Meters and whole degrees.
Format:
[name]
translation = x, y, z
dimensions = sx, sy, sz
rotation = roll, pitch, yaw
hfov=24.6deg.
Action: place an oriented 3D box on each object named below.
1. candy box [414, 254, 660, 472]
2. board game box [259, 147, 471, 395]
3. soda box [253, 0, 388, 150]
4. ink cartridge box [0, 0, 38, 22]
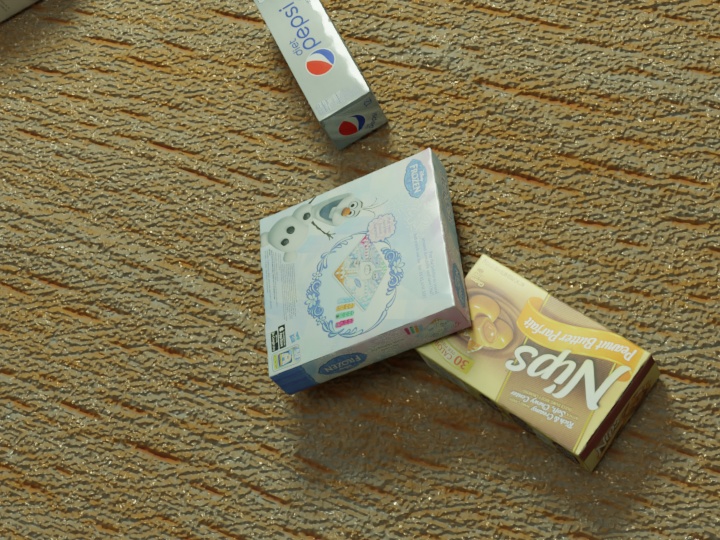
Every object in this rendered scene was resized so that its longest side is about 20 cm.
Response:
[candy box]
translation = 0.163, 0.084, 1.538
dimensions = 0.200, 0.055, 0.115
rotation = 33, 82, 29
[board game box]
translation = 0.000, 0.000, 1.611
dimensions = 0.199, 0.043, 0.200
rotation = -22, 49, 20
[soda box]
translation = -0.045, -0.228, 1.749
dimensions = 0.063, 0.068, 0.200
rotation = -30, 61, 5
[ink cartridge box]
translation = -0.430, -0.400, 1.929
dimensions = 0.200, 0.147, 0.145
rotation = -28, 60, 7
